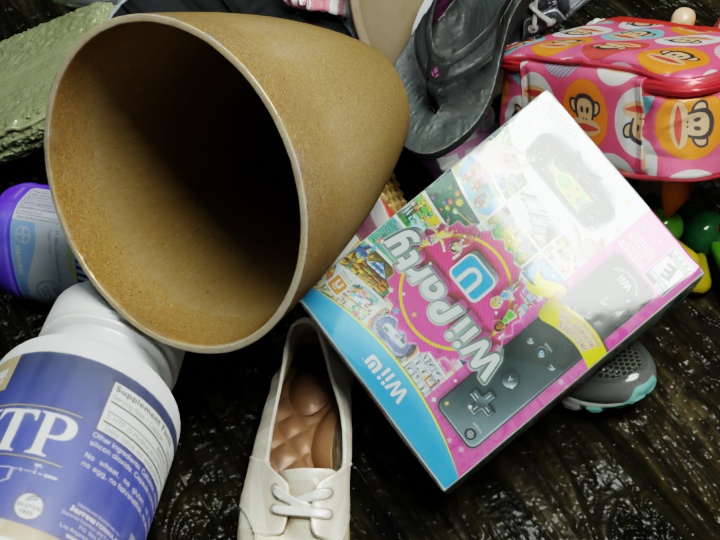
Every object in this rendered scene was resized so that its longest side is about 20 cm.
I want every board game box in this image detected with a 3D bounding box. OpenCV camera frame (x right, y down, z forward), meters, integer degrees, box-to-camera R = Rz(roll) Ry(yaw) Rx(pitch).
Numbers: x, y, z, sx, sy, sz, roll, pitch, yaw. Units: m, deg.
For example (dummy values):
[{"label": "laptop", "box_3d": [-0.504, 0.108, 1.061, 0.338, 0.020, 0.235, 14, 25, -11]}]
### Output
[{"label": "board game box", "box_3d": [0.083, 0.015, 0.683, 0.199, 0.064, 0.148, -39, 78, -3]}]

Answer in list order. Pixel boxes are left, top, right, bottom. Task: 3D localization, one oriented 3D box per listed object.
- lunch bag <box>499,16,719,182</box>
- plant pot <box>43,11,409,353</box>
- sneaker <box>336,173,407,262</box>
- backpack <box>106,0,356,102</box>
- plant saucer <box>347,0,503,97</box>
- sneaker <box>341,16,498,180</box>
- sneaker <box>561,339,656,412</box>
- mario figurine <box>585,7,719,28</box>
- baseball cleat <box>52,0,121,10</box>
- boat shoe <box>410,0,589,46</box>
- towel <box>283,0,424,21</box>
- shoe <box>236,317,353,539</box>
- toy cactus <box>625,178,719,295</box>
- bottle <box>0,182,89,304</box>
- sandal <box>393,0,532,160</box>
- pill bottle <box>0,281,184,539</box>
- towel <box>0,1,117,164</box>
[{"label": "lunch bag", "box_3d": [0.210, -0.124, 0.772, 0.174, 0.084, 0.199, -17, 24, -30]}, {"label": "plant pot", "box_3d": [-0.057, -0.077, 0.682, 0.184, 0.189, 0.199, 22, 30, 23]}, {"label": "sneaker", "box_3d": [0.000, 0.000, 0.790, 0.089, 0.075, 0.203, -31, 56, 19]}, {"label": "backpack", "box_3d": [-0.101, -0.151, 0.877, 0.176, 0.152, 0.201, -28, 55, -15]}, {"label": "plant saucer", "box_3d": [0.066, -0.221, 0.839, 0.198, 0.203, 0.029, -31, 29, -26]}, {"label": "sneaker", "box_3d": [0.038, -0.139, 0.917, 0.080, 0.089, 0.202, -17, 67, -37]}, {"label": "sneaker", "box_3d": [0.116, 0.012, 0.747, 0.077, 0.092, 0.199, -31, 51, -25]}, {"label": "mario figurine", "box_3d": [0.225, -0.186, 0.932, 0.196, 0.107, 0.125, 2, 43, 7]}, {"label": "baseball cleat", "box_3d": [-0.214, -0.248, 0.966, 0.104, 0.200, 0.071, 2, 86, 0]}, {"label": "boat shoe", "box_3d": [0.125, -0.204, 0.825, 0.198, 0.073, 0.067, -34, 30, -21]}, {"label": "towel", "box_3d": [0.034, -0.263, 0.840, 0.197, 0.149, 0.030, -4, 16, -35]}, {"label": "shoe", "box_3d": [-0.039, 0.115, 0.679, 0.068, 0.054, 0.202, 0, 45, 3]}, {"label": "toy cactus", "box_3d": [0.206, -0.055, 0.820, 0.197, 0.104, 0.165, 16, 37, 31]}, {"label": "bottle", "box_3d": [-0.163, -0.008, 0.787, 0.196, 0.085, 0.066, 10, 36, 12]}, {"label": "sandal", "box_3d": [0.072, -0.172, 0.761, 0.074, 0.048, 0.203, 23, 79, 22]}, {"label": "pill bottle", "box_3d": [-0.170, 0.109, 0.645, 0.117, 0.121, 0.202, 5, 45, 8]}, {"label": "towel", "box_3d": [-0.284, -0.142, 0.918, 0.197, 0.037, 0.150, -17, 46, 22]}]
